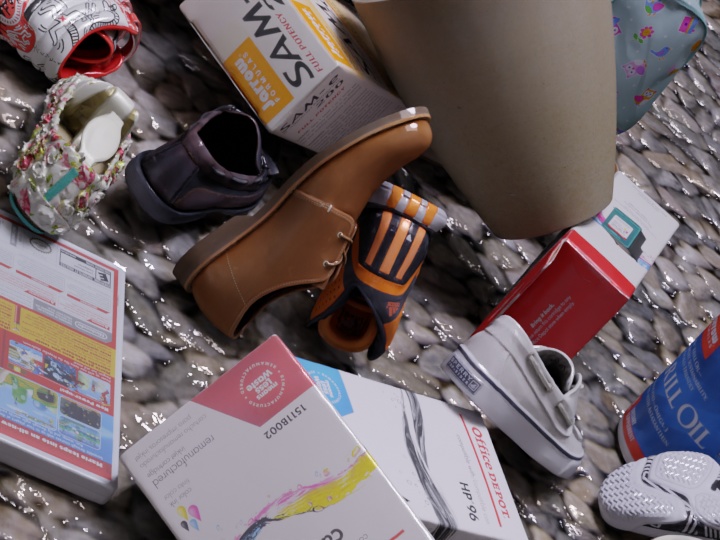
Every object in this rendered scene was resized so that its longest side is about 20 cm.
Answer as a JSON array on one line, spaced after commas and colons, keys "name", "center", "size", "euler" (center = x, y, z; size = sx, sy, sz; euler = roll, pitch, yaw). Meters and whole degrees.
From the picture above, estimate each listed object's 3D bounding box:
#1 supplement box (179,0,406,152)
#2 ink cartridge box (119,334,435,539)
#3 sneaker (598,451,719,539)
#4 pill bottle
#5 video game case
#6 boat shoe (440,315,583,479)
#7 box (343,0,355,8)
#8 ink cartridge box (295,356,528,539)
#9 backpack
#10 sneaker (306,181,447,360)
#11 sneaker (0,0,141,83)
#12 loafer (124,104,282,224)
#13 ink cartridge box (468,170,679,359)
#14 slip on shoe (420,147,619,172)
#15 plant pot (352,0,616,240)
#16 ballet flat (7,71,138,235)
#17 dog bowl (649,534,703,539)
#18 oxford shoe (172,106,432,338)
[{"name": "supplement box", "center": [-0.033, -0.151, 1.663], "size": [0.126, 0.073, 0.200], "euler": [54, 14, 21]}, {"name": "ink cartridge box", "center": [-0.029, 0.152, 1.267], "size": [0.200, 0.116, 0.068], "euler": [51, -4, 17]}, {"name": "sneaker", "center": [0.267, 0.196, 1.611], "size": [0.198, 0.116, 0.075], "euler": [0, 36, 0]}, {"name": "pill bottle", "center": [0.289, 0.085, 1.649], "size": [0.112, 0.200, 0.113], "euler": [29, 31, -19]}, {"name": "video game case", "center": [-0.205, 0.038, 1.328], "size": [0.142, 0.017, 0.201], "euler": [27, 32, -23]}, {"name": "boat shoe", "center": [0.118, 0.082, 1.528], "size": [0.072, 0.066, 0.200], "euler": [47, 3, 36]}, {"name": "box", "center": [-0.069, -0.232, 1.723], "size": [0.199, 0.142, 0.036], "euler": [11, 77, -41]}, {"name": "ink cartridge box", "center": [0.029, 0.137, 1.415], "size": [0.199, 0.068, 0.116], "euler": [18, 37, -35]}, {"name": "backpack", "center": [0.208, -0.203, 1.935], "size": [0.166, 0.200, 0.127], "euler": [16, 38, -37]}, {"name": "sneaker", "center": [0.000, 0.000, 1.560], "size": [0.077, 0.113, 0.200], "euler": [25, -3, -1]}, {"name": "sneaker", "center": [-0.188, -0.193, 1.597], "size": [0.108, 0.067, 0.201], "euler": [40, 35, 11]}, {"name": "loafer", "center": [-0.091, -0.079, 1.547], "size": [0.072, 0.063, 0.200], "euler": [53, 24, 3]}, {"name": "ink cartridge box", "center": [0.156, 0.014, 1.674], "size": [0.067, 0.116, 0.200], "euler": [42, 31, 2]}, {"name": "slip on shoe", "center": [0.108, -0.086, 1.813], "size": [0.198, 0.061, 0.076], "euler": [15, 42, -7]}, {"name": "plant pot", "center": [0.113, -0.132, 1.635], "size": [0.187, 0.186, 0.201], "euler": [-45, 119, -60]}, {"name": "ballet flat", "center": [-0.175, -0.084, 1.459], "size": [0.076, 0.064, 0.200], "euler": [45, 21, -18]}, {"name": "dog bowl", "center": [0.231, 0.274, 1.462], "size": [0.199, 0.074, 0.201], "euler": [29, 31, -19]}, {"name": "oxford shoe", "center": [-0.024, -0.030, 1.461], "size": [0.071, 0.200, 0.071], "euler": [54, 12, 15]}]
